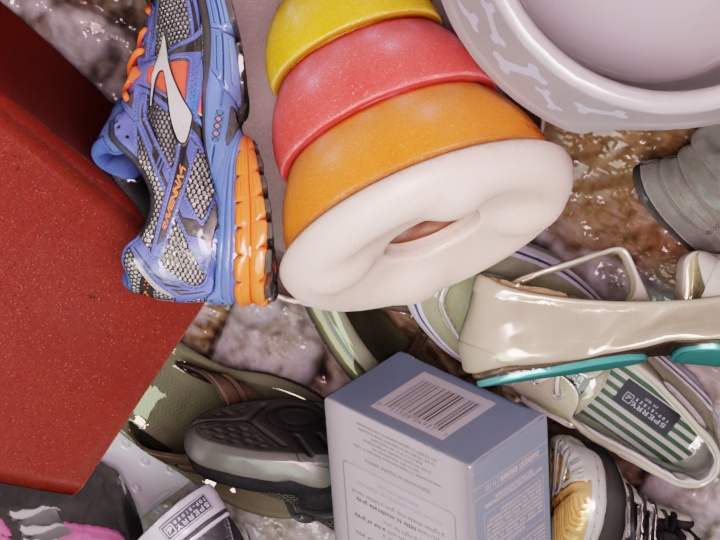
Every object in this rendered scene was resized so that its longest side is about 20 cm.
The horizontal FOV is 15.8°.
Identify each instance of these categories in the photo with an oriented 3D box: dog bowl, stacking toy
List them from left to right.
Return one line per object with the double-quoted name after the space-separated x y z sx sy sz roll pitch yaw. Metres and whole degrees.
0.003 -0.093 1.226 0.146 0.146 0.201 -34 68 32 "stacking toy"
0.133 -0.156 1.155 0.199 0.059 0.201 0 89 -6 "dog bowl"

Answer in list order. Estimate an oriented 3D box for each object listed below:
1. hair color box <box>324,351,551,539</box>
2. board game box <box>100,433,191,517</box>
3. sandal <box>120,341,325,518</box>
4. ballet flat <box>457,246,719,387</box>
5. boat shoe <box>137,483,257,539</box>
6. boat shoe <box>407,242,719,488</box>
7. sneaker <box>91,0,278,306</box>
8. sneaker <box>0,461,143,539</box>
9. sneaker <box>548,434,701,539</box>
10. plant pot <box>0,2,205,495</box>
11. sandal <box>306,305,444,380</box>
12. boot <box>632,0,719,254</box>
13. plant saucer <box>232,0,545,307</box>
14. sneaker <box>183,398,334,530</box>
0.042 0.152 1.317 0.099 0.061 0.201 23 129 38 "hair color box"
-0.212 0.082 1.507 0.200 0.026 0.200 45 124 -12 "board game box"
-0.091 0.082 1.428 0.201 0.057 0.080 27 102 -10 "sandal"
0.146 0.020 1.271 0.199 0.070 0.070 -3 123 -8 "ballet flat"
-0.085 0.164 1.416 0.068 0.074 0.199 51 163 5 "boat shoe"
0.111 0.044 1.329 0.200 0.062 0.072 30 102 -21 "boat shoe"
-0.090 -0.076 1.213 0.078 0.201 0.075 -9 158 -4 "sneaker"
-0.216 0.160 1.505 0.199 0.081 0.086 -5 139 16 "sneaker"
0.139 0.136 1.366 0.087 0.076 0.200 3 162 5 "sneaker"
-0.182 -0.002 1.318 0.176 0.200 0.200 32 102 -13 "plant pot"
0.000 0.000 1.351 0.057 0.080 0.201 -30 109 13 "sandal"
0.179 -0.069 1.263 0.130 0.068 0.200 -31 106 37 "boot"
-0.008 -0.081 1.284 0.199 0.032 0.201 0 90 1 "plant saucer"
-0.005 0.132 1.397 0.199 0.076 0.115 7 112 -22 "sneaker"
